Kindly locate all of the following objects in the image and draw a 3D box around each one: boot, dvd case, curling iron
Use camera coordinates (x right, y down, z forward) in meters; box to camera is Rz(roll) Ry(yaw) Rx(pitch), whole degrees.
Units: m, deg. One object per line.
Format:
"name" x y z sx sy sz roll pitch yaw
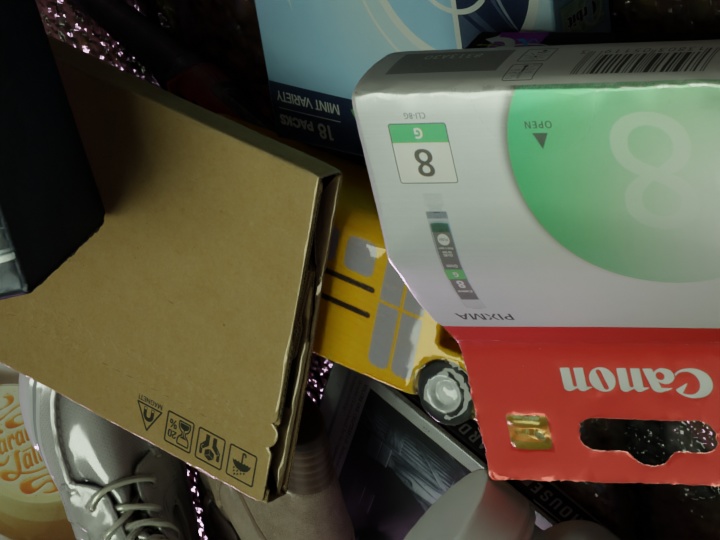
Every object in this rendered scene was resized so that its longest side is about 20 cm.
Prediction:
"boot" -0.063 0.077 1.342 0.147 0.070 0.201 96 152 -48
"dvd case" 0.051 0.141 1.323 0.200 0.025 0.151 39 137 19
"curling iron" -0.081 -0.082 1.300 0.200 0.026 0.050 43 128 14
"boot" -0.105 0.122 1.332 0.096 0.073 0.201 44 157 58

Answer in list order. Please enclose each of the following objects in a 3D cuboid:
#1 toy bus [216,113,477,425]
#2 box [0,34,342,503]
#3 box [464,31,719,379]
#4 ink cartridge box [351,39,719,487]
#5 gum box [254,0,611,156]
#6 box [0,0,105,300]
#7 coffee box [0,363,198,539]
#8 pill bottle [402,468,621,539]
"toy bus" 0.000 0.000 1.221 0.199 0.065 0.079 22 115 25
"box" -0.103 -0.007 1.231 0.199 0.021 0.165 25 119 29
"box" 0.143 -0.024 1.081 0.199 0.036 0.144 4 120 27
"ink cartridge box" 0.093 0.009 1.075 0.160 0.050 0.201 0 115 28
"gum box" 0.023 -0.140 1.148 0.169 0.044 0.201 15 126 37
"box" -0.241 -0.076 1.169 0.195 0.124 0.201 -14 104 14
"coffee box" -0.163 0.071 1.416 0.113 0.080 0.201 -2 117 16
"pill bottle" 0.103 0.182 1.195 0.200 0.111 0.111 41 140 -8
